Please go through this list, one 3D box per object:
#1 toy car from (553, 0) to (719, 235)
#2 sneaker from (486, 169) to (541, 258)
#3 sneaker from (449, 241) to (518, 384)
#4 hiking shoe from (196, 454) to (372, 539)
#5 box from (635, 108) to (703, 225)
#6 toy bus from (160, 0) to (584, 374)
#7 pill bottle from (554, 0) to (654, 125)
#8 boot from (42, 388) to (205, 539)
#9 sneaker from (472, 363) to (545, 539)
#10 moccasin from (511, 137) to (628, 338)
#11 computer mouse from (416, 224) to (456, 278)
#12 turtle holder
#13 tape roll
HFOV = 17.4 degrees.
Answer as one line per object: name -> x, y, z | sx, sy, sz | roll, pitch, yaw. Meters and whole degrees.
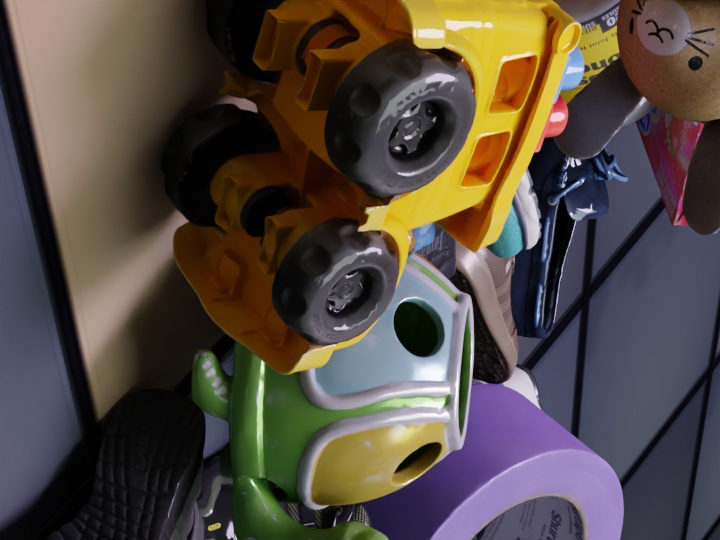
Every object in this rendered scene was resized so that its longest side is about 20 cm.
toy car -> 0.164, -0.127, 1.149 | 0.157, 0.164, 0.201 | -8, 126, -51
sneaker -> 0.024, -0.067, 1.228 | 0.080, 0.077, 0.200 | -47, 129, -2
sneaker -> 0.076, 0.006, 1.474 | 0.200, 0.070, 0.076 | 77, 37, -65
hiking shoe -> -0.045, 0.146, 1.342 | 0.200, 0.100, 0.076 | -48, 154, -27
box -> 0.227, -0.121, 1.460 | 0.201, 0.099, 0.096 | -101, -163, -50
toy bus -> 0.022, -0.065, 1.116 | 0.191, 0.136, 0.201 | -5, 126, -40
pill bottle -> 0.125, -0.153, 1.322 | 0.112, 0.112, 0.200 | -57, 157, -7
boot -> -0.125, 0.172, 1.207 | 0.132, 0.069, 0.201 | 92, 24, -50
sneaker -> 0.088, 0.148, 1.658 | 0.115, 0.080, 0.201 | -24, 137, -52
moccasin -> 0.135, -0.051, 1.527 | 0.080, 0.068, 0.201 | -21, 134, -57
computer mouse -> 0.000, 0.000, 1.324 | 0.140, 0.046, 0.201 | -31, 135, -33
turtle holder -> -0.012, 0.061, 1.197 | 0.186, 0.130, 0.142 | -78, 169, -50
tape roll -> 0.070, 0.180, 1.517 | 0.199, 0.085, 0.201 | -24, 134, -28
